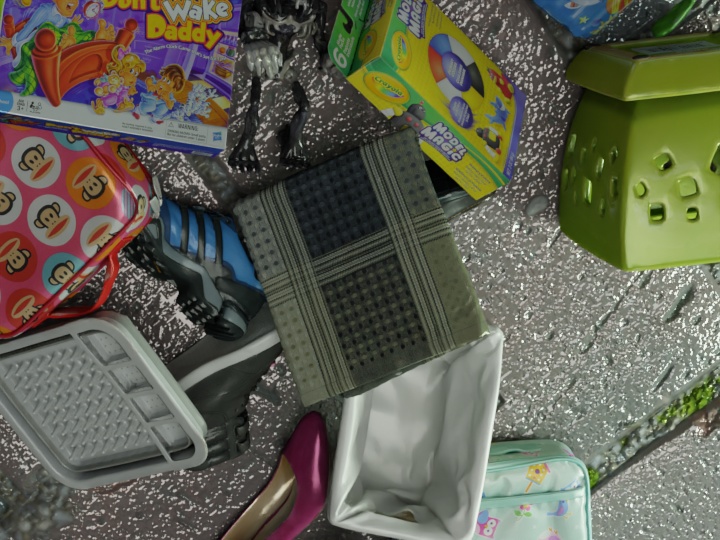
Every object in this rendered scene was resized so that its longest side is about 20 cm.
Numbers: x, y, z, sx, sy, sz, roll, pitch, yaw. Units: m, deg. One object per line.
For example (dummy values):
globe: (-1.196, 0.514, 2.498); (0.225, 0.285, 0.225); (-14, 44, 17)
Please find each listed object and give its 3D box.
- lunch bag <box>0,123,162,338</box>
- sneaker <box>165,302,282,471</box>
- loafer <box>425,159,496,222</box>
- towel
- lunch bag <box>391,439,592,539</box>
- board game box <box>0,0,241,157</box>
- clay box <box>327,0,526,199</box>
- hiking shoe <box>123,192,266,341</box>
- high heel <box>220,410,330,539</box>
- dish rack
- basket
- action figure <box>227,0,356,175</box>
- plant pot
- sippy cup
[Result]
lunch bag: (-0.273, -0.042, 1.569); (0.200, 0.082, 0.176); (-39, 92, 18)
sneaker: (-0.112, 0.108, 1.704); (0.199, 0.071, 0.099); (-33, 114, 6)
loafer: (0.035, -0.043, 1.687); (0.199, 0.073, 0.073); (-20, 121, 5)
towel: (0.000, 0.000, 1.603); (0.191, 0.034, 0.201); (-22, 82, 22)
lunch bag: (0.124, 0.245, 1.796); (0.198, 0.077, 0.162); (-6, 108, -11)
board game box: (-0.203, -0.176, 1.501); (0.198, 0.045, 0.136); (8, 82, -17)
clay box: (0.060, -0.168, 1.611); (0.047, 0.115, 0.200); (-26, 125, 36)
hiking shoe: (-0.158, -0.031, 1.653); (0.200, 0.074, 0.087); (49, 64, -16)
high heel: (-0.091, 0.220, 1.746); (0.095, 0.067, 0.201); (4, 121, -25)
dish rack: (-0.235, 0.110, 1.639); (0.199, 0.044, 0.172); (-16, 120, 36)
basket: (0.045, 0.142, 1.681); (0.134, 0.123, 0.202); (10, 83, -4)
action figure: (-0.061, -0.184, 1.595); (0.118, 0.102, 0.202); (-2, 110, -27)
plant pot: (0.290, -0.114, 1.654); (0.198, 0.199, 0.183); (-8, 104, -10)
sippy cup: (0.205, -0.279, 1.615); (0.178, 0.139, 0.130); (47, 108, 16)
